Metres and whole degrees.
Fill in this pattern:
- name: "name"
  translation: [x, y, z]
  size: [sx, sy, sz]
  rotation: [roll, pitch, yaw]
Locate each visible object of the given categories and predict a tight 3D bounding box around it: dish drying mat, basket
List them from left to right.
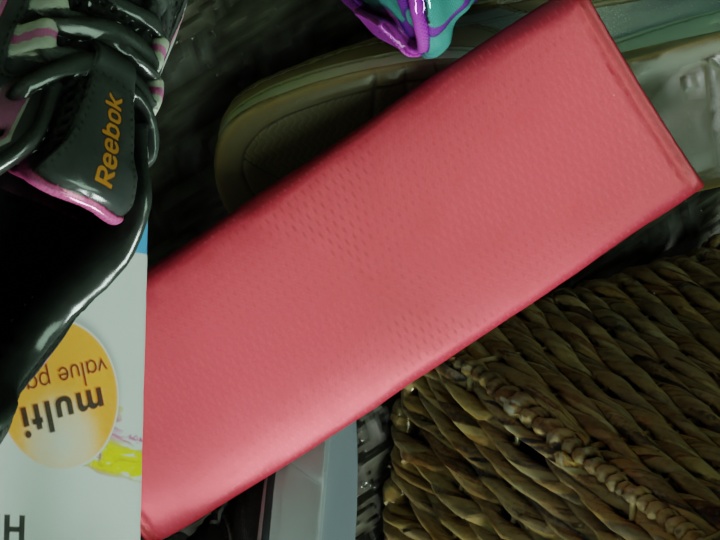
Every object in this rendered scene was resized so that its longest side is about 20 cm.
- name: "dish drying mat"
  translation: [0.000, 0.000, 0.768]
  size: [0.200, 0.018, 0.077]
  rotation: [-34, 109, 1]
- name: "basket"
  translation: [0.119, 0.099, 0.862]
  size: [0.149, 0.200, 0.143]
  rotation: [-14, 122, -32]

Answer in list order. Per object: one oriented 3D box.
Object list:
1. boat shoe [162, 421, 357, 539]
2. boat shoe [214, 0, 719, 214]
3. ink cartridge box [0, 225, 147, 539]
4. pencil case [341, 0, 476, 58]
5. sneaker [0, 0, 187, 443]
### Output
- name: "boat shoe"
  translation: [-0.042, 0.108, 0.810]
  size: [0.074, 0.068, 0.200]
  rotation: [61, 35, -73]
- name: "boat shoe"
  translation: [0.049, -0.052, 0.811]
  size: [0.199, 0.066, 0.074]
  rotation: [-8, 121, -11]
- name: "ink cartridge box"
  translation: [-0.120, 0.054, 0.680]
  size: [0.115, 0.068, 0.201]
  rotation: [7, 80, -40]
- name: "pencil case"
  translation: [0.071, -0.138, 0.766]
  size: [0.200, 0.085, 0.093]
  rotation: [-29, 131, -22]
- name: "sneaker"
  translation: [-0.071, -0.039, 0.602]
  size: [0.080, 0.086, 0.201]
  rotation: [22, 87, -35]
